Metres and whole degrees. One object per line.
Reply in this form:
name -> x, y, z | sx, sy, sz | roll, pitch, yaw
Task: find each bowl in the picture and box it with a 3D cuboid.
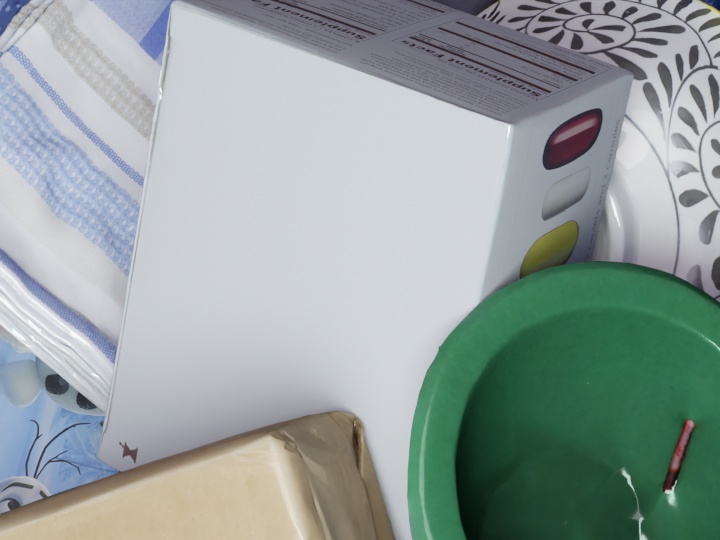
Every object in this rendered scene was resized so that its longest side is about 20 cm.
bowl -> 0.087, -0.021, 1.235 | 0.200, 0.094, 0.202 | 5, 103, 25

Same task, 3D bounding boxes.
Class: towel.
towel -> -0.108, -0.045, 1.258 | 0.147, 0.024, 0.200 | 43, 48, -11

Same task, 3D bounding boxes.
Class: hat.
hat -> 0.076, 0.115, 1.150 | 0.165, 0.176, 0.201 | 0, 75, -15

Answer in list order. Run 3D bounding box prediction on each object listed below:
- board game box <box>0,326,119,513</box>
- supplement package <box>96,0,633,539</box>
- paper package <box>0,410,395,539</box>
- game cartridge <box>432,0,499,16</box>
board game box -> -0.124, 0.087, 1.278 | 0.198, 0.043, 0.201 | 14, 66, -1
supplement package -> 0.000, 0.000, 1.167 | 0.155, 0.111, 0.201 | 22, 114, 25
paper package -> -0.072, 0.170, 1.087 | 0.199, 0.103, 0.191 | -21, 81, 17
game cartridge -> -0.023, -0.164, 1.306 | 0.200, 0.133, 0.041 | 26, 47, -11
